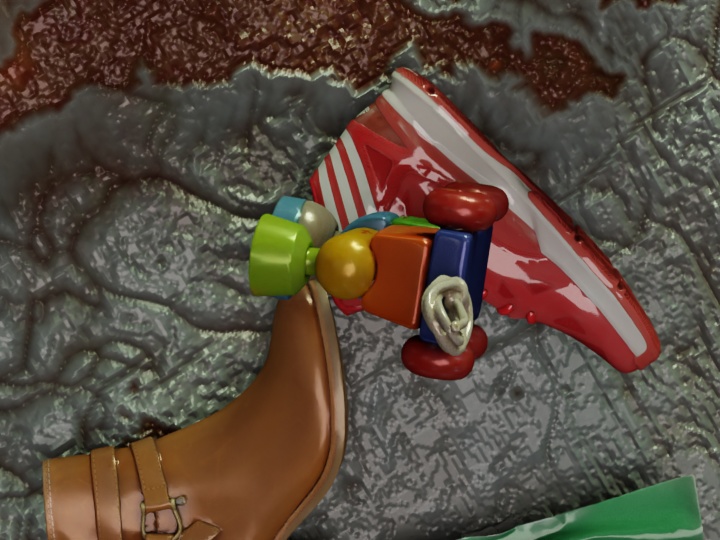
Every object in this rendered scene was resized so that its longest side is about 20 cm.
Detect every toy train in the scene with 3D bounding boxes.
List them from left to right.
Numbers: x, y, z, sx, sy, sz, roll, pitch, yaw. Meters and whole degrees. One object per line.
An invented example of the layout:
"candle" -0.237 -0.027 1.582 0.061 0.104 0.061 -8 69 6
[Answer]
"toy train" 0.000 0.000 0.911 0.115 0.200 0.086 9 96 8

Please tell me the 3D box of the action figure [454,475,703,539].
"action figure" 0.083 0.173 1.073 0.198 0.055 0.119 -6 101 0

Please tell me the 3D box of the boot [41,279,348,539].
"boot" -0.086 0.099 1.029 0.153 0.074 0.202 3 95 -5

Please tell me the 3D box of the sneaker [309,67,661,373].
"sneaker" 0.055 0.002 1.043 0.115 0.078 0.200 -44 90 9
